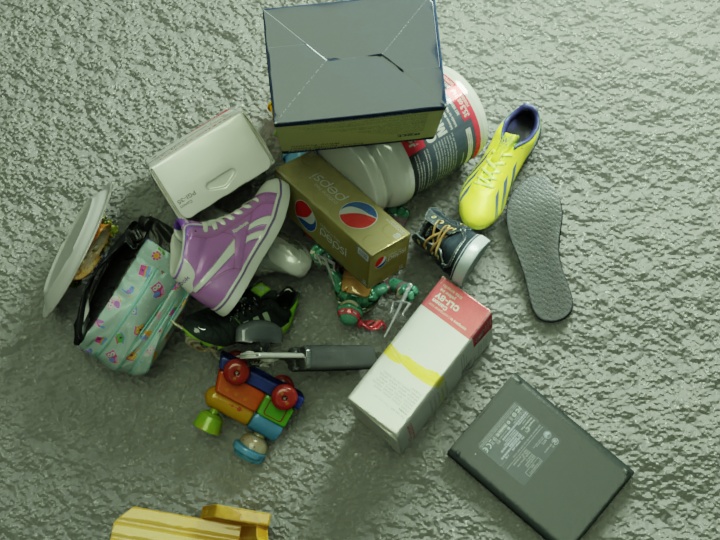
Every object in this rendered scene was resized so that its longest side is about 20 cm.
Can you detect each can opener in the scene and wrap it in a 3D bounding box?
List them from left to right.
[{"bbox_3d":[-0.070,0.096,1.651,0.199,0.053,0.067,2,83,-37],"label":"can opener"}]

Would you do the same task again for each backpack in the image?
[{"bbox_3d":[-0.293,0.035,1.691,0.126,0.167,0.200,30,85,-6],"label":"backpack"}]

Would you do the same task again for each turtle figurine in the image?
[{"bbox_3d":[0.000,0.000,1.708,0.149,0.101,0.201,18,58,-9],"label":"turtle figurine"}]

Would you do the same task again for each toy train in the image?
[{"bbox_3d":[-0.184,0.160,1.667,0.199,0.085,0.116,28,91,-8],"label":"toy train"}]

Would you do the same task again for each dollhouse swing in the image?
[{"bbox_3d":[-0.225,0.386,1.587,0.175,0.182,0.201,14,75,-13],"label":"dollhouse swing"}]

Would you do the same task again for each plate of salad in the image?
[{"bbox_3d":[-0.368,-0.024,1.706,0.048,0.200,0.201,26,76,-18],"label":"plate of salad"}]

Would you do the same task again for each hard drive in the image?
[{"bbox_3d":[0.232,0.249,1.654,0.200,0.033,0.140,40,81,14],"label":"hard drive"}]

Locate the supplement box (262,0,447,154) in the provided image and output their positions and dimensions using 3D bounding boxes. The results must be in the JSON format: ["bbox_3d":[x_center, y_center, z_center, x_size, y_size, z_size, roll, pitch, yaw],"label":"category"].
[{"bbox_3d":[-0.008,-0.229,1.525,0.199,0.200,0.135,-6,85,-1],"label":"supplement box"}]

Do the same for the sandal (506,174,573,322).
[{"bbox_3d":[0.241,-0.028,1.733,0.076,0.043,0.201,-7,83,10],"label":"sandal"}]

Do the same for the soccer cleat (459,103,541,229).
[{"bbox_3d":[0.186,-0.143,1.721,0.065,0.084,0.200,25,61,10],"label":"soccer cleat"}]

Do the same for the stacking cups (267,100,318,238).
[{"bbox_3d":[-0.075,-0.145,1.777,0.060,0.061,0.201,-17,76,-1],"label":"stacking cups"}]

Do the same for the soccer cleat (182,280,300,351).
[{"bbox_3d":[-0.154,0.054,1.658,0.067,0.200,0.081,35,111,27],"label":"soccer cleat"}]

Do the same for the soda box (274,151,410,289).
[{"bbox_3d":[-0.027,-0.069,1.660,0.068,0.064,0.200,-29,56,-29],"label":"soda box"}]

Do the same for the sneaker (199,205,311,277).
[{"bbox_3d":[-0.148,-0.015,1.727,0.200,0.078,0.100,23,91,38],"label":"sneaker"}]

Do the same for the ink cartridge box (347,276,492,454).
[{"bbox_3d":[0.078,0.124,1.642,0.083,0.145,0.200,36,80,14],"label":"ink cartridge box"}]

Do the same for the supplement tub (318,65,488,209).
[{"bbox_3d":[0.058,-0.173,1.708,0.200,0.140,0.140,-34,74,-23],"label":"supplement tub"}]

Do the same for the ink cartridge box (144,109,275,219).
[{"bbox_3d":[-0.204,-0.145,1.706,0.146,0.200,0.083,-33,102,-6],"label":"ink cartridge box"}]

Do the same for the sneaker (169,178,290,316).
[{"bbox_3d":[-0.168,-0.056,1.604,0.114,0.073,0.201,36,60,-17],"label":"sneaker"}]

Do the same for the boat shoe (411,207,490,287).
[{"bbox_3d":[0.111,-0.033,1.655,0.091,0.200,0.071,33,94,2],"label":"boat shoe"}]
